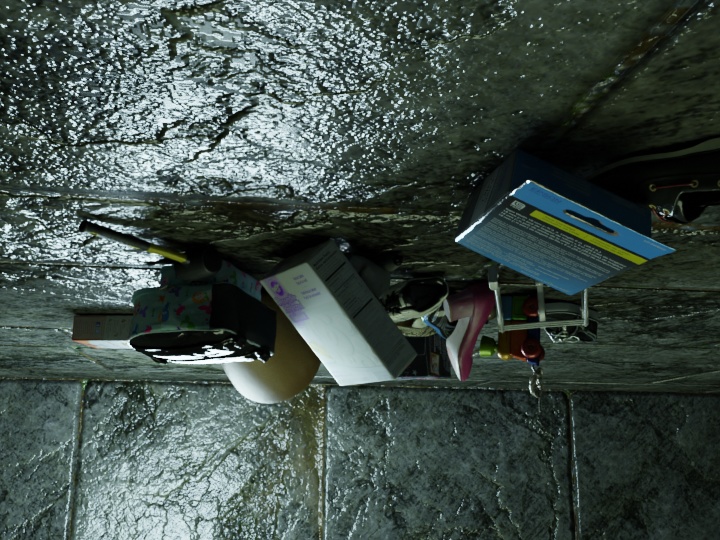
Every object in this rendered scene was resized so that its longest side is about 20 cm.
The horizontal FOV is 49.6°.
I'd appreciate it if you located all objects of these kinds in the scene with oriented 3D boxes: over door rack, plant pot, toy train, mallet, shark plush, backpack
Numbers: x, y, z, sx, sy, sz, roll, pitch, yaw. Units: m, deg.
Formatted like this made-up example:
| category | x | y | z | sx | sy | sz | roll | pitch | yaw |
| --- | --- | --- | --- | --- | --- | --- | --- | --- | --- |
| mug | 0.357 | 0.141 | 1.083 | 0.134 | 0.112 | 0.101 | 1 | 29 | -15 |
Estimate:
| category | x | y | z | sx | sy | sz | roll | pitch | yaw |
| --- | --- | --- | --- | --- | --- | --- | --- | --- | --- |
| over door rack | 0.274 | 0.030 | 1.180 | 0.147 | 0.067 | 0.200 | -6 | 152 | 11 |
| plant pot | -0.179 | 0.114 | 1.348 | 0.186 | 0.187 | 0.200 | -2 | 156 | 12 |
| toy train | 0.259 | 0.140 | 1.352 | 0.115 | 0.201 | 0.085 | 1 | 168 | 19 |
| mallet | -0.280 | -0.027 | 1.022 | 0.200 | 0.041 | 0.066 | 18 | 156 | -40 |
| shark plush | 0.000 | 0.000 | 1.139 | 0.083 | 0.091 | 0.200 | 22 | -175 | -7 |
| backpack | -0.245 | 0.071 | 1.173 | 0.199 | 0.151 | 0.178 | -14 | 156 | 19 |

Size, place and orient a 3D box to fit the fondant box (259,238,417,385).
| category | x | y | z | sx | sy | sz | roll | pitch | yaw |
| --- | --- | --- | --- | --- | --- | --- | --- | --- | --- |
| fondant box | -0.033 | 0.064 | 1.076 | 0.058 | 0.200 | 0.144 | -43 | -167 | -32 |

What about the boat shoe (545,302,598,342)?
| category | x | y | z | sx | sy | sz | roll | pitch | yaw |
| --- | --- | --- | --- | --- | --- | --- | --- | --- | --- |
| boat shoe | 0.381 | 0.103 | 1.463 | 0.073 | 0.068 | 0.199 | -12 | 162 | 41 |

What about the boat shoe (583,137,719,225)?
| category | x | y | z | sx | sy | sz | roll | pitch | yaw |
| --- | --- | --- | --- | --- | --- | --- | --- | --- | --- |
| boat shoe | 0.293 | -0.076 | 0.727 | 0.201 | 0.063 | 0.074 | -10 | 166 | 42 |

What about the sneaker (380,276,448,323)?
| category | x | y | z | sx | sy | sz | roll | pitch | yaw |
| --- | --- | --- | --- | --- | --- | --- | --- | --- | --- |
| sneaker | 0.043 | 0.050 | 1.196 | 0.199 | 0.076 | 0.088 | -21 | 172 | -19 |

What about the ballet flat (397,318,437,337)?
| category | x | y | z | sx | sy | sz | roll | pitch | yaw |
| --- | --- | --- | --- | --- | --- | --- | --- | --- | --- |
| ballet flat | 0.066 | 0.078 | 1.395 | 0.199 | 0.068 | 0.075 | 7 | 156 | -12 |

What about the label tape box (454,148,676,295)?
| category | x | y | z | sx | sy | sz | roll | pitch | yaw |
| --- | --- | --- | --- | --- | --- | --- | --- | --- | --- |
| label tape box | 0.191 | -0.050 | 0.740 | 0.144 | 0.063 | 0.200 | 24 | 164 | -5 |

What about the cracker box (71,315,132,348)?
| category | x | y | z | sx | sy | sz | roll | pitch | yaw |
| --- | --- | --- | --- | --- | --- | --- | --- | --- | --- |
| cracker box | -0.487 | 0.132 | 1.648 | 0.199 | 0.058 | 0.134 | -1 | 167 | 3 |

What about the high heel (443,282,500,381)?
| category | x | y | z | sx | sy | sz | roll | pitch | yaw |
| --- | --- | --- | --- | --- | --- | --- | --- | --- | --- |
| high heel | 0.195 | 0.107 | 1.307 | 0.096 | 0.068 | 0.200 | -16 | 134 | -6 |

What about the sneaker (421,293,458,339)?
| category | x | y | z | sx | sy | sz | roll | pitch | yaw |
| --- | --- | --- | --- | --- | --- | --- | --- | --- | --- |
| sneaker | 0.173 | 0.084 | 1.386 | 0.082 | 0.071 | 0.200 | 1 | 165 | 28 |

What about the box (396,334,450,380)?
| category | x | y | z | sx | sy | sz | roll | pitch | yaw |
| --- | --- | --- | --- | --- | --- | --- | --- | --- | --- |
| box | 0.066 | 0.149 | 1.538 | 0.199 | 0.133 | 0.115 | -6 | 169 | 27 |
